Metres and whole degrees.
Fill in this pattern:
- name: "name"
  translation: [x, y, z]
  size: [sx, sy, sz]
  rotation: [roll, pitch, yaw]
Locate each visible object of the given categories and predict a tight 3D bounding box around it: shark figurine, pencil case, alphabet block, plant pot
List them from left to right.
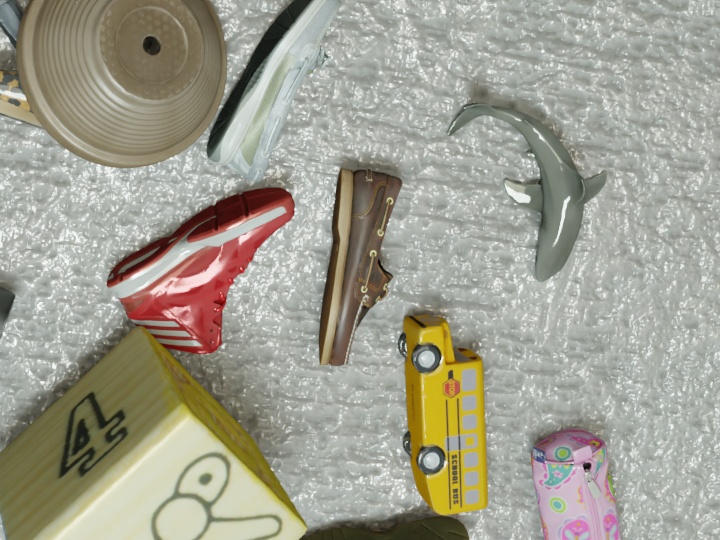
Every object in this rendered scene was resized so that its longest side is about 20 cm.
- name: "plant pot"
  translation: [-0.203, -0.196, 1.164]
  size: [0.199, 0.092, 0.203]
  rotation: [0, 91, -29]
- name: "alphabet block"
  translation: [-0.200, 0.210, 1.194]
  size: [0.200, 0.196, 0.196]
  rotation: [-41, 122, -3]
- name: "shark figurine"
  translation: [0.190, -0.105, 1.305]
  size: [0.128, 0.089, 0.215]
  rotation: [-35, 107, -7]
- name: "pencil case"
  translation: [0.239, 0.273, 1.384]
  size: [0.087, 0.087, 0.202]
  rotation: [-14, 104, -10]

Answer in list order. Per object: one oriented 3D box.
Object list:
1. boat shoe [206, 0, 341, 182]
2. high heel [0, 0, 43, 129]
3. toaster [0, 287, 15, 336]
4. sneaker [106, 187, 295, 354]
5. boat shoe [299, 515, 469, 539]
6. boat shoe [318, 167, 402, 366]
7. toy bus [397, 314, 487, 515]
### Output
- name: "boat shoe"
  translation: [-0.075, -0.183, 1.238]
  size: [0.064, 0.074, 0.203]
  rotation: [29, 96, -22]
- name: "high heel"
  translation: [-0.356, -0.140, 1.174]
  size: [0.199, 0.071, 0.143]
  rotation: [-38, 100, -14]
- name: "toaster"
  translation: [-0.435, 0.084, 1.174]
  size: [0.179, 0.119, 0.202]
  rotation: [22, 95, -15]
- name: "sneaker"
  translation: [-0.138, 0.006, 1.263]
  size: [0.199, 0.078, 0.116]
  rotation: [-25, 113, 5]
- name: "boat shoe"
  translation: [0.017, 0.310, 1.347]
  size: [0.199, 0.072, 0.066]
  rotation: [-10, 136, -5]
- name: "boat shoe"
  translation: [0.000, 0.000, 1.285]
  size: [0.070, 0.070, 0.202]
  rotation: [8, 98, -10]
- name: "toy bus"
  translation: [0.087, 0.148, 1.335]
  size: [0.077, 0.065, 0.202]
  rotation: [-6, 101, -12]
